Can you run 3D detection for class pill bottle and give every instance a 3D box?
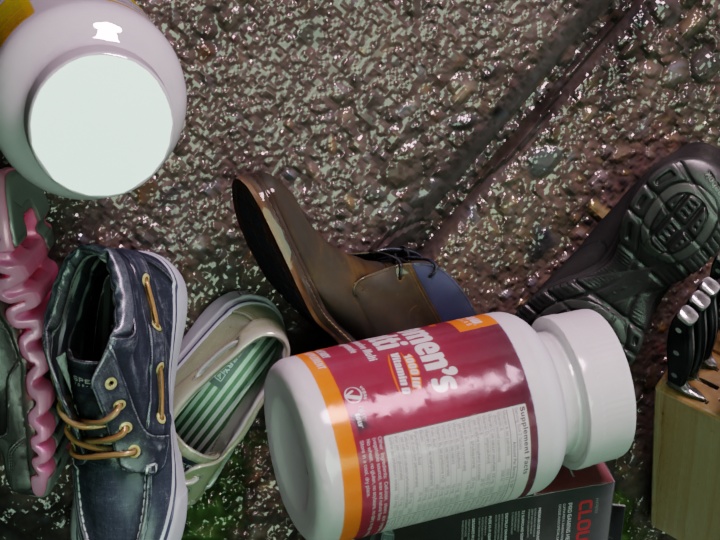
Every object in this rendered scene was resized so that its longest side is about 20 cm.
[{"bbox_3d":[0.052,0.086,1.161,0.198,0.110,0.111,-12,110,-17],"label":"pill bottle"},{"bbox_3d":[-0.150,-0.099,1.062,0.103,0.200,0.105,-4,108,-13],"label":"pill bottle"}]

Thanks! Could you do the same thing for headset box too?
[{"bbox_3d":[0.070,0.178,1.255,0.198,0.075,0.150,-7,125,-13],"label":"headset box"}]

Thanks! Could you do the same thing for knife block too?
[{"bbox_3d":[0.219,0.089,1.240,0.175,0.064,0.201,2,113,-60],"label":"knife block"}]

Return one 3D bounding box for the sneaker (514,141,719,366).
[{"bbox_3d":[0.165,0.000,1.245,0.076,0.091,0.200,42,116,-4],"label":"sneaker"}]

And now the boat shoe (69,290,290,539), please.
[{"bbox_3d":[-0.112,0.102,1.208,0.072,0.062,0.201,29,97,-21],"label":"boat shoe"}]

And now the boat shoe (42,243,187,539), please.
[{"bbox_3d":[-0.147,0.085,1.145,0.070,0.091,0.202,-1,83,20],"label":"boat shoe"}]

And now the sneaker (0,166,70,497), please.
[{"bbox_3d":[-0.220,0.039,1.165,0.094,0.079,0.202,-4,108,9],"label":"sneaker"}]

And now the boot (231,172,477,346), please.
[{"bbox_3d":[0.000,0.000,1.209,0.097,0.075,0.201,-37,123,-11],"label":"boot"}]
